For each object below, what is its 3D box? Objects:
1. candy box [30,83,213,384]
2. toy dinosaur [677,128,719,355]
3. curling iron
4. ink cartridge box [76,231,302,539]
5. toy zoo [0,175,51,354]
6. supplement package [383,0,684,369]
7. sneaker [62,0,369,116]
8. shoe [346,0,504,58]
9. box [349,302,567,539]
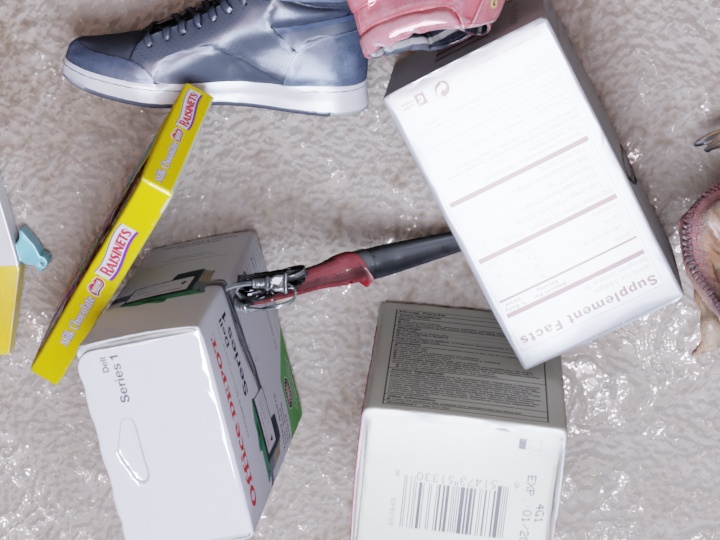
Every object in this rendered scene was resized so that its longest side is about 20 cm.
[{"bbox_3d":[-0.156,-0.022,1.212,0.026,0.103,0.200,29,131,-9],"label":"candy box"},{"bbox_3d":[0.245,-0.031,1.195,0.085,0.200,0.136,-9,108,43],"label":"toy dinosaur"},{"bbox_3d":[0.000,0.000,1.223,0.199,0.049,0.026,-12,98,-37],"label":"curling iron"},{"bbox_3d":[-0.106,0.076,1.224,0.084,0.200,0.147,-11,107,10],"label":"ink cartridge box"},{"bbox_3d":[-0.315,-0.005,1.309,0.198,0.020,0.132,0,107,5],"label":"toy zoo"},{"bbox_3d":[0.112,-0.061,1.209,0.117,0.117,0.201,-26,104,11],"label":"supplement package"},{"bbox_3d":[-0.092,-0.180,1.204,0.200,0.077,0.147,2,115,-2],"label":"sneaker"},{"bbox_3d":[0.078,-0.193,1.161,0.199,0.071,0.092,-16,87,-17],"label":"shoe"},{"bbox_3d":[0.064,0.108,1.221,0.127,0.200,0.110,6,108,3],"label":"box"}]
